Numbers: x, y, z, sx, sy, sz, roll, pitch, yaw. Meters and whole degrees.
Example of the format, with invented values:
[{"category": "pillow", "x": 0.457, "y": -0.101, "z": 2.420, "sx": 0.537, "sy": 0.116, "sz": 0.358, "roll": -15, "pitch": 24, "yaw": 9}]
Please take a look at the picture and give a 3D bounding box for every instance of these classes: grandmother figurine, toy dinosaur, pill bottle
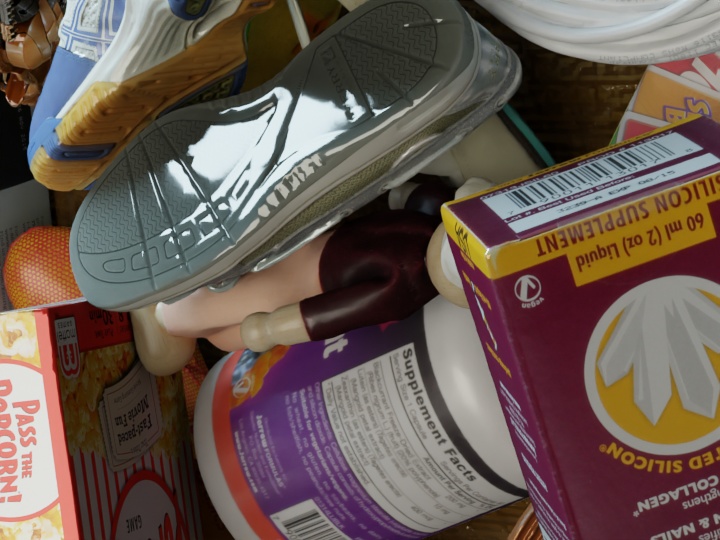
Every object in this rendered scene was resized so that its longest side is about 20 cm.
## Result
[{"category": "grandmother figurine", "x": 0.000, "y": 0.000, "z": 1.091, "sx": 0.200, "sy": 0.121, "sz": 0.061, "roll": -8, "pitch": 127, "yaw": 42}, {"category": "toy dinosaur", "x": -0.162, "y": -0.135, "z": 1.184, "sx": 0.102, "sy": 0.136, "sz": 0.200, "roll": 21, "pitch": 155, "yaw": -7}, {"category": "pill bottle", "x": 0.035, "y": 0.054, "z": 1.148, "sx": 0.200, "sy": 0.111, "sz": 0.111, "roll": -25, "pitch": 89, "yaw": 31}]

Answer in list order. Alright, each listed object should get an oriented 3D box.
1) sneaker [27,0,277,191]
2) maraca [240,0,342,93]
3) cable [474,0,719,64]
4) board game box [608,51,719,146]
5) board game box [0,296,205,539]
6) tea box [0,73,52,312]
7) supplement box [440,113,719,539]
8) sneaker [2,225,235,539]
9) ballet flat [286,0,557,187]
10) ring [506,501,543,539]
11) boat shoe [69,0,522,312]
[{"category": "sneaker", "x": -0.085, "y": -0.114, "z": 1.068, "sx": 0.200, "sy": 0.075, "sz": 0.088, "roll": -50, "pitch": 59, "yaw": 40}, {"category": "maraca", "x": -0.061, "y": -0.118, "z": 1.157, "sx": 0.107, "sy": 0.137, "sz": 0.200, "roll": 6, "pitch": 112, "yaw": -6}, {"category": "cable", "x": 0.113, "y": -0.183, "z": 1.054, "sx": 0.200, "sy": 0.069, "sz": 0.200, "roll": 25, "pitch": 103, "yaw": 18}, {"category": "board game box", "x": 0.204, "y": -0.038, "z": 1.082, "sx": 0.200, "sy": 0.030, "sz": 0.096, "roll": 32, "pitch": 115, "yaw": 16}, {"category": "board game box", "x": -0.112, "y": 0.111, "z": 1.125, "sx": 0.046, "sy": 0.151, "sz": 0.200, "roll": -7, "pitch": 92, "yaw": 15}, {"category": "tea box", "x": -0.264, "y": -0.018, "z": 1.285, "sx": 0.197, "sy": 0.134, "sz": 0.200, "roll": 0, "pitch": 102, "yaw": 30}, {"category": "supplement box", "x": 0.116, "y": 0.057, "z": 0.993, "sx": 0.110, "sy": 0.086, "sz": 0.200, "roll": -20, "pitch": 106, "yaw": -5}, {"category": "sneaker", "x": -0.097, "y": 0.061, "z": 1.237, "sx": 0.073, "sy": 0.077, "sz": 0.200, "roll": -37, "pitch": 87, "yaw": 2}, {"category": "ballet flat", "x": 0.017, "y": -0.086, "z": 1.106, "sx": 0.069, "sy": 0.069, "sz": 0.200, "roll": -15, "pitch": 126, "yaw": 31}, {"category": "ring", "x": 0.149, "y": 0.143, "z": 1.088, "sx": 0.200, "sy": 0.019, "sz": 0.201, "roll": -4, "pitch": 114, "yaw": -10}, {"category": "boat shoe", "x": -0.029, "y": -0.041, "z": 1.065, "sx": 0.202, "sy": 0.065, "sz": 0.074, "roll": -34, "pitch": 58, "yaw": 19}]
